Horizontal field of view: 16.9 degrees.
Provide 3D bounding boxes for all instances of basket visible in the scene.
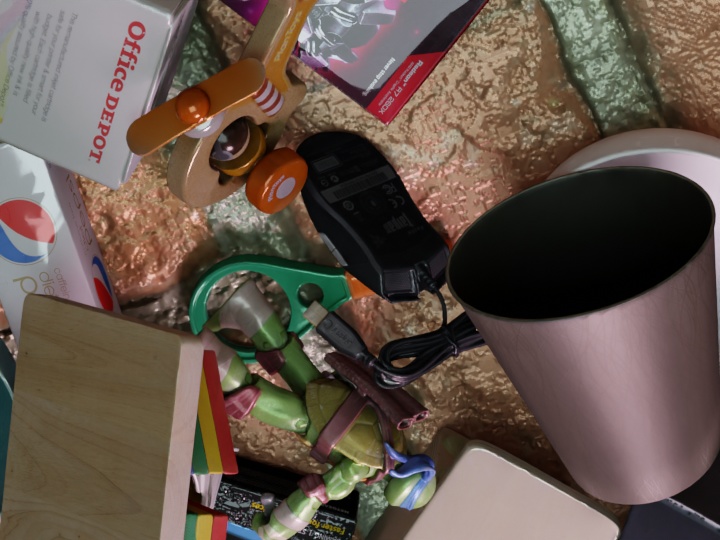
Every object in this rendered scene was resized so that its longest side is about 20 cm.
[{"bbox_3d":[0.168,0.051,1.628,0.179,0.136,0.201,-14,131,9],"label":"basket"}]

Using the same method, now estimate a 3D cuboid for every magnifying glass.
[{"bbox_3d":[-0.028,0.014,1.752,0.199,0.022,0.080,-14,109,10],"label":"magnifying glass"}]

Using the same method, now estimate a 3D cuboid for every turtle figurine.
[{"bbox_3d":[-0.050,0.116,1.688,0.194,0.200,0.144,43,76,-3],"label":"turtle figurine"}]

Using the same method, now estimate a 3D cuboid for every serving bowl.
[{"bbox_3d":[0.209,-0.024,1.685,0.199,0.066,0.201,4,130,5],"label":"serving bowl"}]

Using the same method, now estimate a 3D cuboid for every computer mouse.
[{"bbox_3d":[0.000,0.000,1.667,0.200,0.140,0.046,48,142,16],"label":"computer mouse"}]

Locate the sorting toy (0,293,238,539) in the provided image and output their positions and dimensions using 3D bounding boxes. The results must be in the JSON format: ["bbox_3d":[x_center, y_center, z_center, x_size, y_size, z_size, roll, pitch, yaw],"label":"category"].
[{"bbox_3d":[-0.154,0.128,1.599,0.069,0.200,0.200,3,96,-37],"label":"sorting toy"}]

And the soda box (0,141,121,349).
[{"bbox_3d":[-0.226,-0.008,1.730,0.068,0.064,0.201,-14,109,8],"label":"soda box"}]

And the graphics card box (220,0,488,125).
[{"bbox_3d":[-0.020,-0.207,1.650,0.200,0.051,0.126,37,109,-9],"label":"graphics card box"}]

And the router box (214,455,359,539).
[{"bbox_3d":[-0.115,0.210,1.812,0.199,0.051,0.150,16,112,-3],"label":"router box"}]

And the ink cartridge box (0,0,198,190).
[{"bbox_3d":[-0.221,-0.165,1.635,0.199,0.083,0.146,23,122,2],"label":"ink cartridge box"}]

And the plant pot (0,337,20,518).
[{"bbox_3d":[-0.327,0.092,1.736,0.199,0.135,0.201,1,111,3],"label":"plant pot"}]

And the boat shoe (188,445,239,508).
[{"bbox_3d":[-0.130,0.140,1.705,0.074,0.203,0.086,18,143,-10],"label":"boat shoe"}]

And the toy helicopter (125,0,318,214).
[{"bbox_3d":[-0.076,-0.129,1.602,0.079,0.132,0.201,40,117,27],"label":"toy helicopter"}]

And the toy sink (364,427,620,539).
[{"bbox_3d":[0.087,0.201,1.767,0.130,0.112,0.200,29,115,-7],"label":"toy sink"}]

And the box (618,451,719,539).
[{"bbox_3d":[0.242,0.243,1.739,0.104,0.148,0.201,29,115,26],"label":"box"}]
